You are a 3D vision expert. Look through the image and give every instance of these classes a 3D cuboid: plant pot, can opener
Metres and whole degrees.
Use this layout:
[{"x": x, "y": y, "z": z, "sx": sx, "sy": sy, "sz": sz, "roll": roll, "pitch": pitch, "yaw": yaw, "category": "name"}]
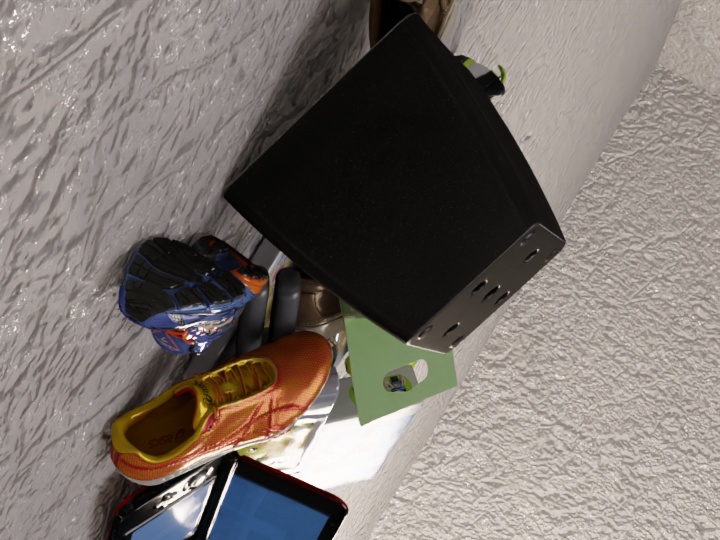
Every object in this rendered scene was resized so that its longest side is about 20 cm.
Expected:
[{"x": 0.047, "y": -0.047, "z": 1.189, "sx": 0.199, "sy": 0.178, "sz": 0.200, "roll": -42, "pitch": 165, "yaw": 8, "category": "plant pot"}, {"x": -0.084, "y": 0.055, "z": 1.299, "sx": 0.201, "sy": 0.052, "sz": 0.067, "roll": 103, "pitch": -14, "yaw": -57, "category": "can opener"}]

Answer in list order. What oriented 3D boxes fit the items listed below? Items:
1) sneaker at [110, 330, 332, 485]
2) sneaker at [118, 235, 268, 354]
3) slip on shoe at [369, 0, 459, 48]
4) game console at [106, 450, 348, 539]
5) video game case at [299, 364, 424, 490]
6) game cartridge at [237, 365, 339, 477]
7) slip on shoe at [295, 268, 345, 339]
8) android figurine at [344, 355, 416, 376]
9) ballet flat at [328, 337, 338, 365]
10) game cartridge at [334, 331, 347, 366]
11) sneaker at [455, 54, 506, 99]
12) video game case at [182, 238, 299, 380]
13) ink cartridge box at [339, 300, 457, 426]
[{"x": -0.104, "y": 0.106, "z": 1.205, "sx": 0.199, "sy": 0.073, "sz": 0.077, "roll": -31, "pitch": 160, "yaw": -20, "category": "sneaker"}, {"x": -0.122, "y": 0.027, "z": 1.079, "sx": 0.079, "sy": 0.075, "sz": 0.200, "roll": -59, "pitch": 168, "yaw": 9, "category": "sneaker"}, {"x": 0.042, "y": -0.232, "z": 1.162, "sx": 0.060, "sy": 0.076, "sz": 0.200, "roll": -37, "pitch": 163, "yaw": -24, "category": "slip on shoe"}, {"x": -0.127, "y": 0.246, "z": 1.335, "sx": 0.172, "sy": 0.119, "sz": 0.201, "roll": -31, "pitch": 160, "yaw": -31, "category": "game console"}, {"x": -0.050, "y": 0.173, "z": 1.520, "sx": 0.179, "sy": 0.046, "sz": 0.200, "roll": -9, "pitch": 152, "yaw": -22, "category": "video game case"}, {"x": -0.103, "y": 0.146, "z": 1.346, "sx": 0.201, "sy": 0.132, "sz": 0.041, "roll": 113, "pitch": -31, "yaw": -54, "category": "game cartridge"}, {"x": 0.000, "y": 0.000, "z": 1.420, "sx": 0.199, "sy": 0.076, "sz": 0.061, "roll": -26, "pitch": 130, "yaw": -41, "category": "slip on shoe"}, {"x": 0.062, "y": 0.052, "z": 1.715, "sx": 0.200, "sy": 0.041, "sz": 0.183, "roll": -37, "pitch": -164, "yaw": 41, "category": "android figurine"}, {"x": -0.075, "y": 0.102, "z": 1.531, "sx": 0.076, "sy": 0.067, "sz": 0.201, "roll": -85, "pitch": -163, "yaw": -44, "category": "ballet flat"}, {"x": -0.007, "y": 0.024, "z": 1.704, "sx": 0.133, "sy": 0.041, "sz": 0.201, "roll": -51, "pitch": 166, "yaw": -27, "category": "game cartridge"}, {"x": 0.095, "y": -0.133, "z": 1.628, "sx": 0.202, "sy": 0.082, "sz": 0.072, "roll": -66, "pitch": 169, "yaw": 11, "category": "sneaker"}, {"x": -0.086, "y": 0.030, "z": 1.382, "sx": 0.201, "sy": 0.023, "sz": 0.182, "roll": -60, "pitch": 170, "yaw": -8, "category": "video game case"}, {"x": 0.043, "y": 0.026, "z": 1.385, "sx": 0.145, "sy": 0.048, "sz": 0.202, "roll": -17, "pitch": 98, "yaw": -44, "category": "ink cartridge box"}]
